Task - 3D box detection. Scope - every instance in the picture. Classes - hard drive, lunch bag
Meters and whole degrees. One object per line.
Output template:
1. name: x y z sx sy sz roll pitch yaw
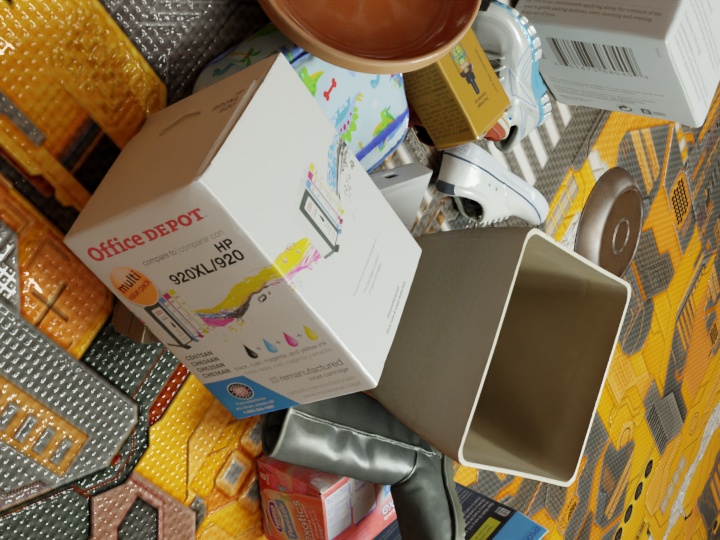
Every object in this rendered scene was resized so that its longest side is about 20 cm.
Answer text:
1. hard drive: 0.000 0.000 0.906 0.131 0.026 0.202 -24 139 -56
2. lunch bag: -0.042 -0.135 0.814 0.200 0.082 0.162 -43 137 -32

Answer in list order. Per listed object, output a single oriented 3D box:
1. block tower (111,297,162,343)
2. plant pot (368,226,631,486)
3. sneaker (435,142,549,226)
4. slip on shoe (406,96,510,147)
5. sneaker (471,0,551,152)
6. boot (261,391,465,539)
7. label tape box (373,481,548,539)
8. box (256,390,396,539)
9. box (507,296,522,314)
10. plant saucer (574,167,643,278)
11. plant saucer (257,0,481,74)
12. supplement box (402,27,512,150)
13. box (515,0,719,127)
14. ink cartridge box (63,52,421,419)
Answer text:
1. block tower: -0.119 0.030 0.800 0.199 0.054 0.059 10 97 -54
2. plant pot: 0.109 0.068 0.889 0.199 0.176 0.202 22 85 -47
3. sneaker: 0.149 -0.086 1.099 0.199 0.073 0.071 27 92 -44
4. slip on shoe: 0.082 -0.157 0.973 0.198 0.074 0.062 6 100 -47
5. sneaker: 0.158 -0.209 1.052 0.087 0.074 0.201 -51 139 -17
6. boot: 0.002 0.184 0.863 0.199 0.072 0.184 27 42 -37
7. label tape box: 0.092 0.312 1.065 0.143 0.198 0.067 -36 132 -38
8. box: -0.005 0.206 0.984 0.199 0.094 0.104 -30 126 -43
9. box: 0.147 0.088 1.092 0.160 0.044 0.201 -22 147 -57
10. plant saucer: 0.388 -0.056 1.445 0.199 0.032 0.203 -24 122 -47
11. plant saucer: 0.003 -0.248 0.764 0.201 0.200 0.032 -52 180 -25
12. supplement box: 0.058 -0.213 0.863 0.067 0.068 0.201 -44 109 -33
13. box: 0.321 -0.303 1.117 0.200 0.197 0.173 35 76 -54
14. ink cartridge box: -0.078 -0.019 0.688 0.201 0.146 0.146 51 40 -28
